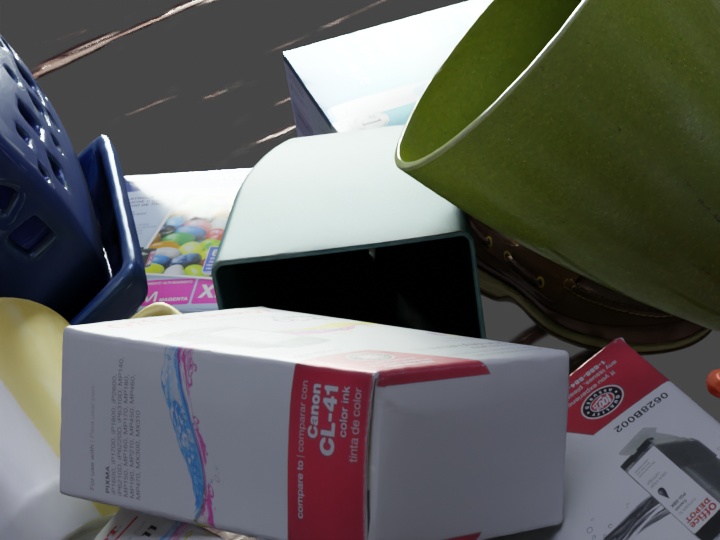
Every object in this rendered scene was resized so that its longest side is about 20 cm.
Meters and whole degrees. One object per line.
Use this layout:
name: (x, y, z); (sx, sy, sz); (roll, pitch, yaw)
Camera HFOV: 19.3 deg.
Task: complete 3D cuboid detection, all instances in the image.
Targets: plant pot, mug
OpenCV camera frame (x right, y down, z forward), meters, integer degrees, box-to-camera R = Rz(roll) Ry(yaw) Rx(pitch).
plant pot: (-0.242, -0.021, 1.242); (0.200, 0.180, 0.200); (-43, 30, 12)
plant pot: (0.000, 0.000, 1.223); (0.140, 0.142, 0.201); (-7, 29, 4)
mug: (-0.163, 0.102, 1.091); (0.149, 0.187, 0.153); (22, 15, -46)
plant pot: (0.152, -0.063, 1.118); (0.187, 0.200, 0.187); (-46, 13, 14)

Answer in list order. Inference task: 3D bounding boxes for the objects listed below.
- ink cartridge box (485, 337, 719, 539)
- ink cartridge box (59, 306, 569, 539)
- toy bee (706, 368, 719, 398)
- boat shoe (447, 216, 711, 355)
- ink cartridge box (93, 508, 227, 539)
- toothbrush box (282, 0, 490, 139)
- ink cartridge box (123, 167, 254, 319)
ink cartridge box: (0.132, 0.143, 0.981); (0.146, 0.083, 0.200); (-37, 38, -7)
ink cartridge box: (-0.023, 0.070, 0.976); (0.199, 0.087, 0.147); (8, 8, 40)
toy bee: (0.223, 0.084, 1.059); (0.199, 0.108, 0.132); (19, 85, 51)
boat shoe: (0.124, -0.008, 1.263); (0.072, 0.068, 0.199); (-32, 39, -31)
ink cartridge box: (-0.097, 0.175, 0.960); (0.117, 0.067, 0.200); (-50, 25, -15)
toothbrush box: (0.065, -0.108, 1.420); (0.198, 0.086, 0.147); (-15, 33, -11)
ink cartridge box: (-0.115, -0.015, 1.369); (0.118, 0.042, 0.201); (-3, 32, 11)
